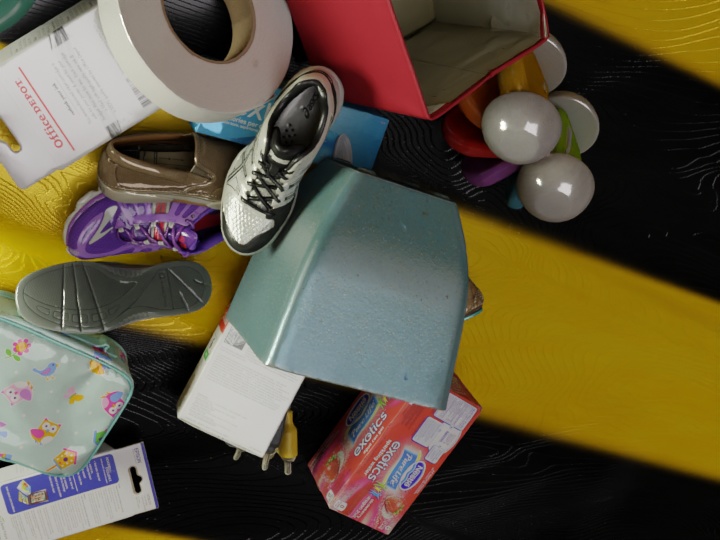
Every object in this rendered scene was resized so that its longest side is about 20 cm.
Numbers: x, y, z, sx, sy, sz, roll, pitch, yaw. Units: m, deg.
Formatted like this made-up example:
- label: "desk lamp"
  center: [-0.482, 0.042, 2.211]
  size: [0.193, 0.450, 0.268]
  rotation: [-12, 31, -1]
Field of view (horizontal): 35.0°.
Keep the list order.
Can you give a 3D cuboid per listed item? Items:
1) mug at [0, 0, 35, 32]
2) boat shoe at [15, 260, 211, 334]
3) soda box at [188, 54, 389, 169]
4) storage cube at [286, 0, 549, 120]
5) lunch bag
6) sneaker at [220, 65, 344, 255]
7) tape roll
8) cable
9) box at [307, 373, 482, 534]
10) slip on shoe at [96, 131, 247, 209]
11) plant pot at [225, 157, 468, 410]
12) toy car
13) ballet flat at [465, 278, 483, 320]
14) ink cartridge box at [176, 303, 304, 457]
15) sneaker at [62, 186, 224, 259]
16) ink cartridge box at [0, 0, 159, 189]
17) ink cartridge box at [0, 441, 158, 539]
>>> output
- label: "mug"
  center: [-0.337, -0.285, 0.994]
  size: [0.184, 0.114, 0.153]
  rotation: [-26, 120, -8]
- label: "boat shoe"
  center: [-0.257, 0.025, 1.188]
  size: [0.200, 0.065, 0.075]
  rotation: [-8, 89, -25]
- label: "soda box"
  center: [-0.076, -0.159, 1.183]
  size: [0.198, 0.064, 0.068]
  rotation: [13, 109, -25]
- label: "storage cube"
  center: [0.044, -0.271, 1.086]
  size: [0.170, 0.179, 0.201]
  rotation: [-36, 122, -23]
- label: "lunch bag"
  center: [-0.344, 0.118, 1.201]
  size: [0.199, 0.077, 0.161]
  rotation: [28, 100, -29]
- label: "sneaker"
  center: [-0.084, -0.105, 1.091]
  size: [0.075, 0.088, 0.201]
  rotation: [25, 101, -2]
- label: "tape roll"
  center: [-0.149, -0.239, 1.066]
  size: [0.202, 0.037, 0.205]
  rotation: [12, 73, -41]
- label: "cable"
  center: [-0.101, 0.141, 1.339]
  size: [0.096, 0.050, 0.202]
  rotation: [15, 96, -8]
- label: "box"
  center: [0.039, 0.201, 1.375]
  size: [0.099, 0.096, 0.201]
  rotation: [30, 101, -29]
- label: "slip on shoe"
  center: [-0.163, -0.109, 1.148]
  size: [0.198, 0.077, 0.061]
  rotation: [0, 145, -18]
- label: "plant pot"
  center: [0.000, 0.000, 1.156]
  size: [0.195, 0.196, 0.202]
  rotation: [17, 95, -21]
- label: "toy car"
  center: [0.168, -0.147, 1.244]
  size: [0.149, 0.176, 0.200]
  rotation: [-18, 126, 28]
- label: "ballet flat"
  center: [0.047, 0.058, 1.339]
  size: [0.199, 0.070, 0.066]
  rotation: [-27, 95, -8]
- label: "ink cartridge box"
  center: [-0.113, 0.094, 1.277]
  size: [0.108, 0.050, 0.201]
  rotation: [27, 93, -15]
- label: "sneaker"
  center: [-0.203, -0.049, 1.167]
  size: [0.198, 0.084, 0.081]
  rotation: [-14, 131, -14]
- label: "ink cartridge box"
  center: [-0.272, -0.182, 1.094]
  size: [0.199, 0.067, 0.116]
  rotation: [-32, 120, -5]
- label: "ink cartridge box"
  center: [-0.335, 0.253, 1.291]
  size: [0.198, 0.037, 0.096]
  rotation: [-14, 117, -12]
